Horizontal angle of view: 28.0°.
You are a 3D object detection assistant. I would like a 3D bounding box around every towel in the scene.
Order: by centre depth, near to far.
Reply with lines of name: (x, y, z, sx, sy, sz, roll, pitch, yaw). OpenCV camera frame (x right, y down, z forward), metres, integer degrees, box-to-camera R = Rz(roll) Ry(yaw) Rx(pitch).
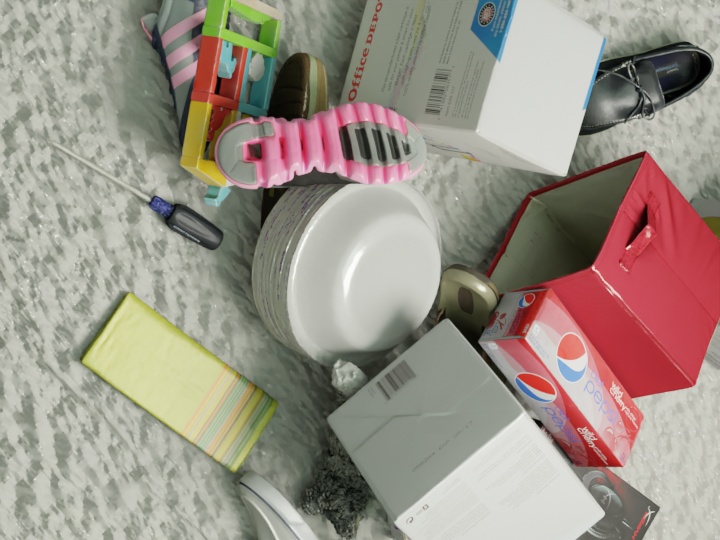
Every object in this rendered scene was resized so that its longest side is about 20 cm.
towel: (-0.178, 0.113, 1.444, 0.200, 0.018, 0.086, 39, 75, -21)

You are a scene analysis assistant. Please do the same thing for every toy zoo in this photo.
toy zoo: (-0.124, -0.161, 1.386, 0.020, 0.131, 0.202, 11, 92, 20)

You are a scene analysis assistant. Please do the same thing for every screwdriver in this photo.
screwdriver: (-0.216, -0.076, 1.396, 0.199, 0.029, 0.028, 32, 83, -28)

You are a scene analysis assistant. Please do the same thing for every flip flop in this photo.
flip flop: (0.109, 0.071, 1.486, 0.201, 0.081, 0.058, 82, 31, -54)

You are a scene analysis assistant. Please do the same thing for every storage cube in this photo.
storage cube: (0.259, 0.015, 1.502, 0.180, 0.199, 0.171, 46, 53, -21)

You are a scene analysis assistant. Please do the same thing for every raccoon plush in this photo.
raccoon plush: (-0.025, 0.180, 1.457, 0.134, 0.097, 0.200, -51, 135, -11)

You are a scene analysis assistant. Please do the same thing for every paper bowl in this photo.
paper bowl: (0.000, 0.000, 1.426, 0.200, 0.104, 0.202, -16, 115, -36)

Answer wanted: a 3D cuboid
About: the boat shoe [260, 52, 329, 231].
boat shoe: (-0.051, -0.116, 1.449, 0.076, 0.072, 0.201, 1, 106, -29)

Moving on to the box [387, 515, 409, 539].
box: (0.126, 0.251, 1.573, 0.199, 0.041, 0.039, -14, 100, -20)

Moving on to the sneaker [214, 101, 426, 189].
sneaker: (-0.039, -0.109, 1.359, 0.198, 0.095, 0.080, -1, 82, -8)

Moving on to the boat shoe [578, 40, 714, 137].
boat shoe: (0.302, -0.202, 1.588, 0.199, 0.062, 0.075, -23, 106, -18)

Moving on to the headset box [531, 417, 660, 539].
headset box: (0.198, 0.258, 1.539, 0.200, 0.077, 0.149, 37, 79, -21)

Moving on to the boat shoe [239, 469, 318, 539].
boat shoe: (-0.077, 0.295, 1.479, 0.066, 0.072, 0.201, -39, 117, -19)

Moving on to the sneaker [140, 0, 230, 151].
sneaker: (-0.172, -0.213, 1.395, 0.081, 0.070, 0.202, 7, 99, 5)

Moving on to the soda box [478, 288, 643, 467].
soda box: (0.205, 0.111, 1.450, 0.200, 0.063, 0.070, 50, 54, -27)

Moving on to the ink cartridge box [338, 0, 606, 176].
ink cartridge box: (0.105, -0.191, 1.414, 0.144, 0.199, 0.148, 19, 87, -44)

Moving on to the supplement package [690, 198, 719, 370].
supplement package: (0.441, 0.027, 1.594, 0.150, 0.200, 0.152, 34, 82, -22)

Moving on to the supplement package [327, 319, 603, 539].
supplement package: (0.101, 0.186, 1.372, 0.152, 0.151, 0.200, -39, 133, 1)
